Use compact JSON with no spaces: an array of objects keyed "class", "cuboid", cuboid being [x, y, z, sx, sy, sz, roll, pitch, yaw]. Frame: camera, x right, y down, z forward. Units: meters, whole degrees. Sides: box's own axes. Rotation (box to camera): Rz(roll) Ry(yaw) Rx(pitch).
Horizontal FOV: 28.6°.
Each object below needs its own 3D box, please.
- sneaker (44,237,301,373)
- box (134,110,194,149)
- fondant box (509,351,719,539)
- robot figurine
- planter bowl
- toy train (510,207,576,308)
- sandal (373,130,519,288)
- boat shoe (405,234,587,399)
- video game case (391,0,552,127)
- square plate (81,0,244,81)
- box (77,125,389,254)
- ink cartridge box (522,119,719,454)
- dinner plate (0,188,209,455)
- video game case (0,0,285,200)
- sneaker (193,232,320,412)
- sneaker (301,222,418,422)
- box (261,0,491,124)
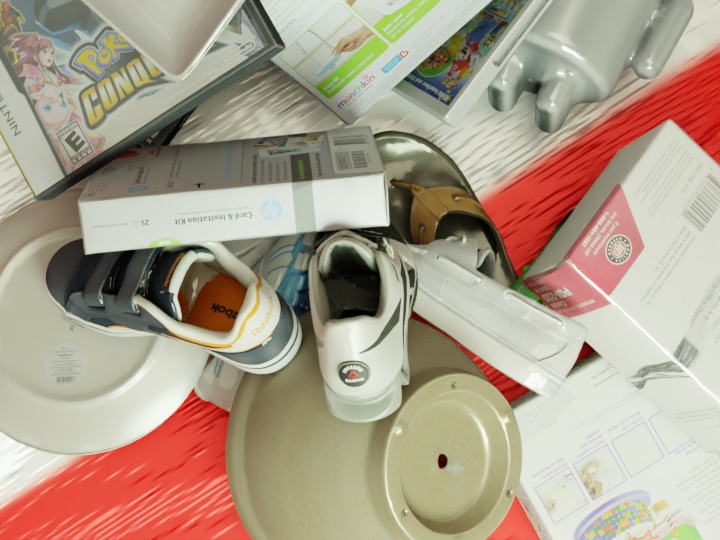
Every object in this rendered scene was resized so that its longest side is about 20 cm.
[{"class":"sneaker","cuboid":[-0.138,0.008,0.962,0.199,0.079,0.079,14,69,21]},{"class":"box","cuboid":[-0.179,-0.217,1.070,0.200,0.048,0.193,36,84,-3]},{"class":"fondant box","cuboid":[0.200,0.167,1.069,0.144,0.058,0.201,-29,87,-9]},{"class":"robot figurine","cuboid":[0.164,-0.208,1.073,0.169,0.113,0.201,27,82,7]},{"class":"planter bowl","cuboid":[0.026,0.124,0.975,0.200,0.135,0.201,0,90,-36]},{"class":"toy train","cuboid":[0.167,-0.012,1.076,0.056,0.042,0.200,43,72,-6]},{"class":"sandal","cuboid":[0.067,-0.022,1.073,0.082,0.055,0.201,-30,89,-9]},{"class":"boat shoe","cuboid":[0.073,0.012,1.013,0.200,0.072,0.069,35,89,32]},{"class":"video game case","cuboid":[0.088,-0.212,1.046,0.200,0.143,0.018,-52,131,2]},{"class":"square plate","cuboid":[-0.125,-0.255,0.891,0.200,0.028,0.198,40,96,5]},{"class":"box","cuboid":[-0.085,-0.059,0.973,0.199,0.156,0.041,-5,107,-3]},{"class":"ink cartridge box","cuboid":[0.241,0.015,1.026,0.200,0.085,0.146,41,69,-6]},{"class":"dinner plate","cuboid":[-0.205,0.033,1.030,0.199,0.024,0.201,-1,77,6]},{"class":"video game case","cuboid":[-0.177,-0.173,0.935,0.200,0.025,0.181,-30,87,14]},{"class":"sneaker","cuboid":[-0.070,0.014,1.050,0.086,0.075,0.201,13,70,24]},{"class":"sneaker","cuboid":[0.000,0.000,0.935,0.074,0.200,0.089,-9,127,2]},{"class":"box","cuboid":[-0.002,-0.233,0.987,0.200,0.097,0.176,-40,127,20]}]
